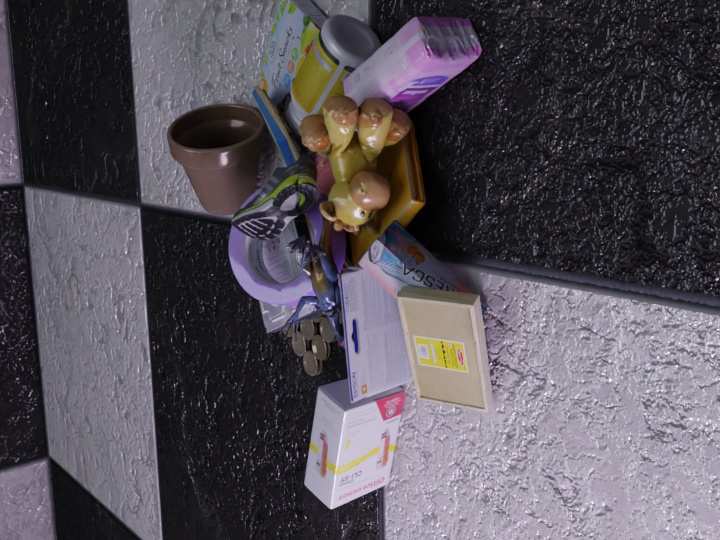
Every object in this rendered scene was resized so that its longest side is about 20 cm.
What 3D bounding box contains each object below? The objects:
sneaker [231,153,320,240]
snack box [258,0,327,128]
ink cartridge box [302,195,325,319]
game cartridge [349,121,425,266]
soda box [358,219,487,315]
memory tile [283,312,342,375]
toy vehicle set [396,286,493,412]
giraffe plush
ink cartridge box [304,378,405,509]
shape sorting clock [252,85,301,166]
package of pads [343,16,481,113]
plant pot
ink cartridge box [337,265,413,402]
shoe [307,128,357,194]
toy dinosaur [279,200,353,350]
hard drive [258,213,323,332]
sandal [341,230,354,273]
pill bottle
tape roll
[{"bbox_3d":[-0.135,-0.116,1.373,0.198,0.073,0.082,-27,42,36],"label":"sneaker"},{"bbox_3d":[-0.117,-0.382,1.553,0.143,0.052,0.203,51,135,34],"label":"snack box"},{"bbox_3d":[-0.102,-0.033,1.565,0.145,0.083,0.203,-41,65,35],"label":"ink cartridge box"},{"bbox_3d":[0.037,-0.118,1.381,0.201,0.032,0.180,128,145,-46],"label":"game cartridge"},{"bbox_3d":[0.095,0.022,1.288,0.199,0.064,0.069,42,135,1],"label":"soda box"},{"bbox_3d":[-0.091,0.093,1.651,0.154,0.017,0.202,54,135,30],"label":"memory tile"},{"bbox_3d":[0.129,0.120,1.272,0.122,0.027,0.204,7,127,28],"label":"toy vehicle set"},{"bbox_3d":[-0.011,-0.147,1.296,0.200,0.168,0.166,135,134,-61],"label":"giraffe plush"},{"bbox_3d":[-0.010,0.295,1.485,0.083,0.143,0.204,31,121,42],"label":"ink cartridge box"},{"bbox_3d":[-0.140,-0.246,1.544,0.200,0.039,0.203,91,154,-84],"label":"shape sorting clock"},{"bbox_3d":[0.074,-0.303,1.270,0.199,0.119,0.077,-28,75,50],"label":"package of pads"},{"bbox_3d":[-0.279,-0.216,1.717,0.199,0.198,0.178,37,144,41],"label":"plant pot"},{"bbox_3d":[0.028,0.089,1.345,0.040,0.198,0.205,0,97,42],"label":"ink cartridge box"},{"bbox_3d":[-0.026,-0.188,1.469,0.199,0.070,0.093,-10,91,58],"label":"shoe"},{"bbox_3d":[-0.042,0.030,1.336,0.104,0.201,0.183,11,145,41],"label":"toy dinosaur"},{"bbox_3d":[-0.138,-0.005,1.517,0.138,0.037,0.205,-23,76,39],"label":"hard drive"},{"bbox_3d":[0.000,0.000,1.466,0.054,0.079,0.203,-46,66,45],"label":"sandal"},{"bbox_3d":[-0.052,-0.320,1.435,0.201,0.111,0.114,-51,59,44],"label":"pill bottle"},{"bbox_3d":[-0.125,-0.043,1.439,0.195,0.065,0.206,-2,85,23],"label":"tape roll"}]
